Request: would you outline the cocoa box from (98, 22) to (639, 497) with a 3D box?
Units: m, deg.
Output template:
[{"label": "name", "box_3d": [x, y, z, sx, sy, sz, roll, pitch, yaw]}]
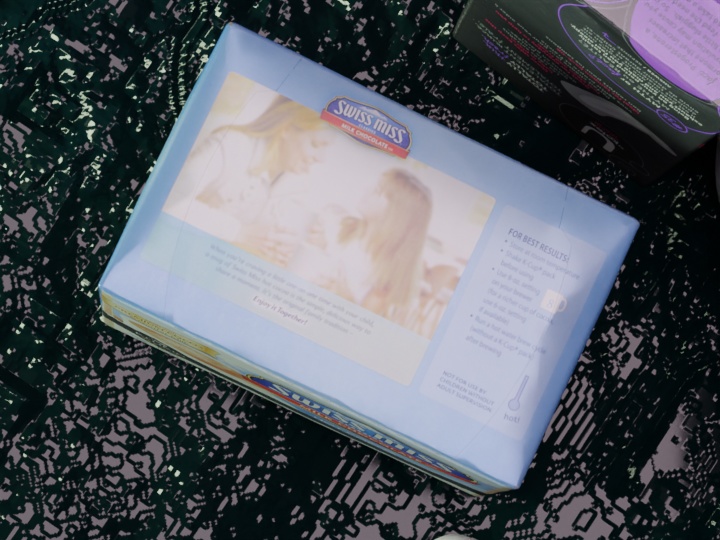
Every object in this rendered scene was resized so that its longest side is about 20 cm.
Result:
[{"label": "cocoa box", "box_3d": [0.000, 0.000, 1.109, 0.200, 0.131, 0.134, 26, 83, -2]}]

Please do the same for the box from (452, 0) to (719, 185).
[{"label": "box", "box_3d": [0.126, -0.124, 1.098, 0.122, 0.200, 0.106, 39, 82, 0]}]

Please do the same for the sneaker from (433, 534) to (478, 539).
[{"label": "sneaker", "box_3d": [0.030, 0.216, 1.117, 0.076, 0.077, 0.200, 12, 82, -2]}]

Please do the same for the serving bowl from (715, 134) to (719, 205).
[{"label": "serving bowl", "box_3d": [0.249, -0.012, 1.118, 0.200, 0.200, 0.066, 10, 116, -3]}]
